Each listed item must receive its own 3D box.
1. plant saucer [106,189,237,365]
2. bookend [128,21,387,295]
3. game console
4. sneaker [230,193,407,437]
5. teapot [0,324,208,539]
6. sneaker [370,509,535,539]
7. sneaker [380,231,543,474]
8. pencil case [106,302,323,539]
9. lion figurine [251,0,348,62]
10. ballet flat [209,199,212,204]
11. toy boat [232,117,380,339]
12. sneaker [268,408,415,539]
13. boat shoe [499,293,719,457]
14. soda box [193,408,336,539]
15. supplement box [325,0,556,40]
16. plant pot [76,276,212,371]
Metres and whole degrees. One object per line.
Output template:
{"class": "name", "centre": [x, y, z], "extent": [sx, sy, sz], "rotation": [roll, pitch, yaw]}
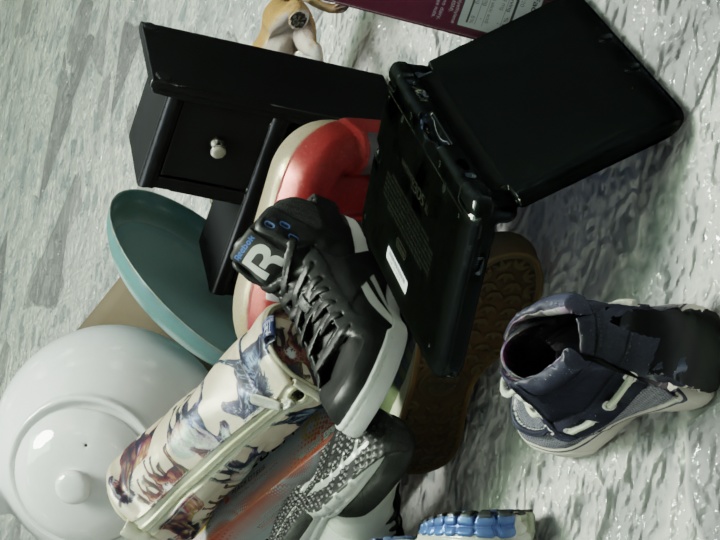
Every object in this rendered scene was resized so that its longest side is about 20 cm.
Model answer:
{"class": "plant saucer", "centre": [-0.125, 0.016, 1.595], "extent": [0.027, 0.200, 0.200], "rotation": [-46, 31, 18]}
{"class": "bookend", "centre": [-0.096, -0.066, 1.552], "extent": [0.092, 0.200, 0.199], "rotation": [-108, 35, -54]}
{"class": "game console", "centre": [0.088, -0.054, 1.198], "extent": [0.200, 0.116, 0.176], "rotation": [-115, 32, -59]}
{"class": "sneaker", "centre": [-0.033, 0.023, 1.264], "extent": [0.073, 0.112, 0.200], "rotation": [-58, 12, 27]}
{"class": "teapot", "centre": [-0.192, 0.140, 1.530], "extent": [0.200, 0.197, 0.146], "rotation": [-62, -1, 14]}
{"class": "sneaker", "centre": [0.043, 0.201, 1.223], "extent": [0.200, 0.077, 0.085], "rotation": [138, 131, -64]}
{"class": "sneaker", "centre": [0.050, 0.033, 1.290], "extent": [0.090, 0.067, 0.200], "rotation": [-108, 31, -44]}
{"class": "pencil case", "centre": [-0.090, 0.106, 1.366], "extent": [0.200, 0.078, 0.089], "rotation": [-44, 7, 29]}
{"class": "lion figurine", "centre": [-0.078, -0.162, 1.627], "extent": [0.200, 0.072, 0.123], "rotation": [-47, 28, 18]}
{"class": "ballet flat", "centre": [-0.075, -0.079, 1.709], "extent": [0.200, 0.068, 0.075], "rotation": [-50, 44, 48]}
{"class": "toy boat", "centre": [0.000, 0.000, 1.412], "extent": [0.131, 0.130, 0.200], "rotation": [28, 109, 39]}
{"class": "sneaker", "centre": [0.002, 0.152, 1.306], "extent": [0.200, 0.080, 0.074], "rotation": [124, 168, -54]}
{"class": "boat shoe", "centre": [0.106, 0.052, 1.091], "extent": [0.200, 0.093, 0.075], "rotation": [144, 133, -62]}
{"class": "soda box", "centre": [-0.047, 0.146, 1.413], "extent": [0.200, 0.064, 0.068], "rotation": [-40, 34, 34]}
{"class": "supplement box", "centre": [0.026, -0.213, 1.287], "extent": [0.110, 0.200, 0.086], "rotation": [-121, 46, -61]}
{"class": "plant pot", "centre": [-0.162, 0.079, 1.718], "extent": [0.174, 0.200, 0.200], "rotation": [-66, 16, -16]}
